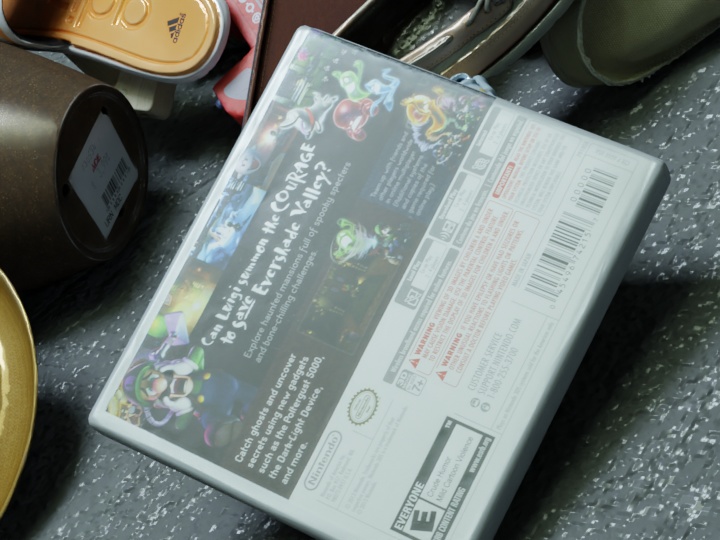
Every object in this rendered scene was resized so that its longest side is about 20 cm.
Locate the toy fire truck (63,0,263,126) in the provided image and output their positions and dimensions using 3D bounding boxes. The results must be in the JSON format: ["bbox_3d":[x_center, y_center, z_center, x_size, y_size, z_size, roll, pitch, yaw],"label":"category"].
[{"bbox_3d":[-0.101,-0.132,1.229,0.141,0.049,0.200,-40,61,15],"label":"toy fire truck"}]

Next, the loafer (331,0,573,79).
[{"bbox_3d":[0.037,-0.120,1.029,0.200,0.063,0.072,-48,41,4],"label":"loafer"}]

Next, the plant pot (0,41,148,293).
[{"bbox_3d":[-0.222,-0.054,1.217,0.199,0.187,0.187,2,49,25],"label":"plant pot"}]

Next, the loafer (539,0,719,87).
[{"bbox_3d":[0.169,-0.156,1.046,0.200,0.076,0.068,-41,28,-5],"label":"loafer"}]

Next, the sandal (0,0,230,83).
[{"bbox_3d":[-0.161,-0.155,1.205,0.206,0.059,0.079,17,87,33],"label":"sandal"}]

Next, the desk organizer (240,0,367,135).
[{"bbox_3d":[-0.011,-0.119,1.117,0.077,0.072,0.201,9,82,-1],"label":"desk organizer"}]

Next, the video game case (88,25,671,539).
[{"bbox_3d":[0.007,0.013,0.939,0.181,0.023,0.200,23,79,24],"label":"video game case"}]

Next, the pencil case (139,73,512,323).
[{"bbox_3d":[0.000,0.000,1.003,0.200,0.091,0.083,-37,34,3],"label":"pencil case"}]

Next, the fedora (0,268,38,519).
[{"bbox_3d":[-0.250,0.073,1.099,0.200,0.082,0.201,-12,66,28],"label":"fedora"}]

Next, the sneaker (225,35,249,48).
[{"bbox_3d":[-0.040,-0.202,1.305,0.081,0.074,0.200,8,62,39],"label":"sneaker"}]
